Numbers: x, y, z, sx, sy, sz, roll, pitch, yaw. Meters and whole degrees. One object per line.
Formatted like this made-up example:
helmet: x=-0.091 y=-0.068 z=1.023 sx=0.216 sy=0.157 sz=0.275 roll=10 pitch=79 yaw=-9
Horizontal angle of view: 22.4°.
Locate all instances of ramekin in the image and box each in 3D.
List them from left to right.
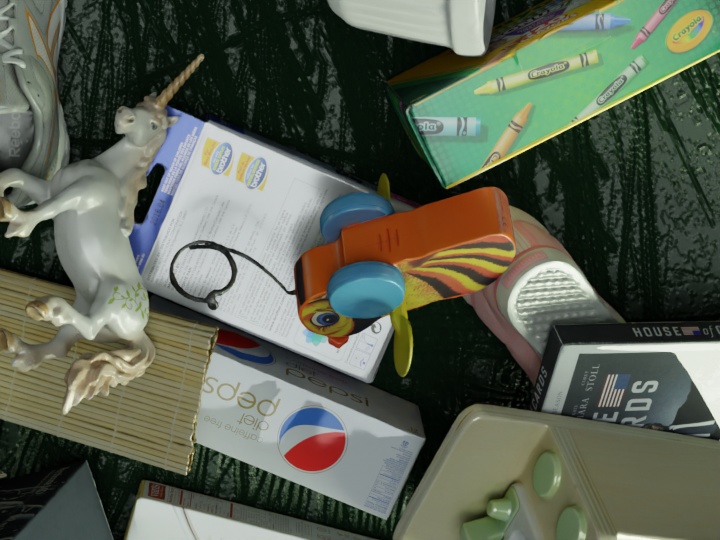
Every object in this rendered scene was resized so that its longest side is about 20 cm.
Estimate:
ramekin: x=0.032 y=-0.228 z=1.061 sx=0.093 sy=0.202 sz=0.204 roll=2 pitch=104 yaw=8

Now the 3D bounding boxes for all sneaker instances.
sneaker: x=-0.217 y=-0.133 z=1.119 sx=0.075 sy=0.092 sz=0.202 roll=-7 pitch=104 yaw=-1
sneaker: x=0.124 y=0.032 z=1.195 sx=0.075 sy=0.105 sz=0.201 roll=-37 pitch=132 yaw=-2

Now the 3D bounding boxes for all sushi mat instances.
sushi mat: x=-0.184 y=0.060 z=1.159 sx=0.199 sy=0.012 sz=0.096 roll=14 pitch=99 yaw=24

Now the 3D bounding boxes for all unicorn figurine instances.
unicorn figurine: x=-0.164 y=-0.025 z=1.096 sx=0.137 sy=0.074 sz=0.202 roll=-13 pitch=104 yaw=-45

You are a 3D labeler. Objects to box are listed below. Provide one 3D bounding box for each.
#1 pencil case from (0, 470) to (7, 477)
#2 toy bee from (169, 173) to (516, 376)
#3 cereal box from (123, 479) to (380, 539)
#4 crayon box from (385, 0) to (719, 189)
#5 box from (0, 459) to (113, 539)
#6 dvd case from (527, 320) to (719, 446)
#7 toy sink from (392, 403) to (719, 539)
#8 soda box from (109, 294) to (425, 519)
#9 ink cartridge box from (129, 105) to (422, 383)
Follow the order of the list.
pencil case: x=-0.277 y=0.040 z=1.151 sx=0.089 sy=0.078 sz=0.202 roll=-5 pitch=93 yaw=-37
toy bee: x=0.000 y=0.000 z=1.126 sx=0.198 sy=0.109 sz=0.132 roll=8 pitch=62 yaw=16
cereal box: x=-0.074 y=0.237 z=1.245 sx=0.198 sy=0.040 sz=0.145 roll=14 pitch=104 yaw=-7
crayon box: x=0.120 y=-0.128 z=1.119 sx=0.199 sy=0.119 sz=0.059 roll=-27 pitch=104 yaw=1
box: x=-0.264 y=0.214 z=1.132 sx=0.181 sy=0.200 sz=0.105 roll=-14 pitch=100 yaw=12
dvd case: x=0.202 y=0.096 z=1.182 sx=0.198 sy=0.025 sz=0.151 roll=-1 pitch=128 yaw=-17
toy sink: x=0.141 y=0.178 z=1.140 sx=0.199 sy=0.112 sz=0.131 roll=11 pitch=123 yaw=-25
soda box: x=-0.060 y=0.089 z=1.194 sx=0.199 sy=0.068 sz=0.064 roll=24 pitch=103 yaw=-8
ink cartridge box: x=-0.061 y=-0.020 z=1.182 sx=0.199 sy=0.042 sz=0.120 roll=22 pitch=100 yaw=-11
